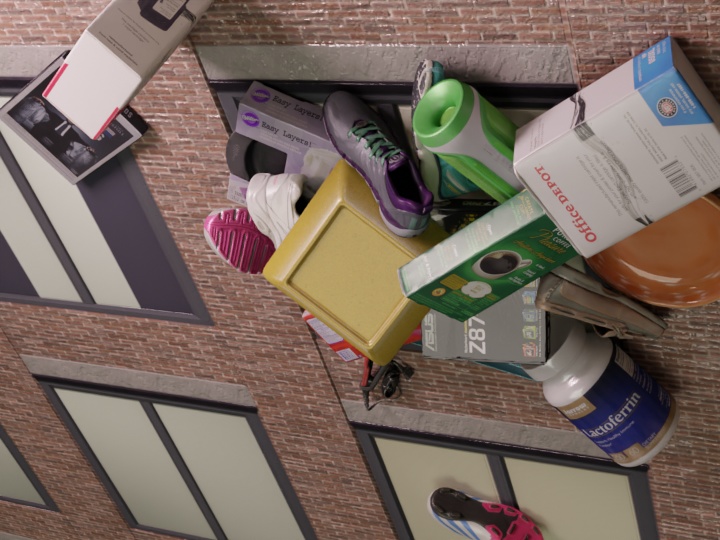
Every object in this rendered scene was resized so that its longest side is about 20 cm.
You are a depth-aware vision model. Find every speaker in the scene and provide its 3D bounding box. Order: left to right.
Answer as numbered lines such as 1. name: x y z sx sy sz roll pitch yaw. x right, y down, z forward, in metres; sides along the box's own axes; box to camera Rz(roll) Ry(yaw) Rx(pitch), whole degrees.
1. speaker: 0.150 -0.131 1.439 0.088 0.089 0.199 -16 142 42

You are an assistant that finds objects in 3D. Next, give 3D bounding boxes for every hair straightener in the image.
1. hair straightener: 0.038 0.156 1.899 0.076 0.041 0.201 23 141 8

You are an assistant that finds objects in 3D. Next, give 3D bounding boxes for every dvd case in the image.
1. dvd case: -0.400 -0.207 1.777 0.150 0.025 0.199 44 140 -19

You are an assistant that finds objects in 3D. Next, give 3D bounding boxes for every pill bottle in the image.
1. pill bottle: 0.309 0.153 1.671 0.200 0.116 0.115 41 140 -15

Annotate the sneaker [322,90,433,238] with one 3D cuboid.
1. sneaker: 0.028 -0.139 1.502 0.201 0.074 0.088 56 160 10

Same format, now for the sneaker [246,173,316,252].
1. sneaker: -0.064 -0.041 1.639 0.099 0.078 0.201 -7 131 32

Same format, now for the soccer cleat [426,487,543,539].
1. soccer cleat: 0.200 0.406 2.069 0.199 0.070 0.087 24 158 9

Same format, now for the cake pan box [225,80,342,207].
1. cake pan box: -0.074 -0.131 1.643 0.199 0.052 0.185 24 139 6

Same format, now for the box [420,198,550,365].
1. box: 0.153 0.013 1.583 0.160 0.049 0.202 4 110 16

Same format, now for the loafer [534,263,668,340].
1. loafer: 0.289 0.049 1.564 0.199 0.063 0.072 27 -176 -30

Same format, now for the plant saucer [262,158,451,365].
1. plant saucer: 0.000 0.000 1.568 0.199 0.048 0.201 36 115 -1

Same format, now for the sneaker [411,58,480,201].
1. sneaker: 0.101 -0.165 1.497 0.079 0.078 0.201 -6 138 9

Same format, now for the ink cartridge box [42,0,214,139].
1. ink cartridge box: -0.258 -0.268 1.482 0.084 0.201 0.145 40 141 -11

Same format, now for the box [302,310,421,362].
1. box: 0.031 0.039 1.729 0.199 0.096 0.100 -21 122 43

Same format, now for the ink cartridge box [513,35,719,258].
1. ink cartridge box: 0.280 -0.127 1.358 0.199 0.085 0.145 -30 115 27

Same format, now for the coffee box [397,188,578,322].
1. coffee box: 0.156 -0.016 1.474 0.199 0.044 0.123 -33 145 28

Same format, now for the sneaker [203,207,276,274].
1. sneaker: -0.140 -0.034 1.720 0.088 0.082 0.199 20 176 45

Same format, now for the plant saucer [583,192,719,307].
1. plant saucer: 0.352 -0.039 1.496 0.198 0.038 0.201 18 141 15

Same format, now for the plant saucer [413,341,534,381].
1. plant saucer: 0.158 0.100 1.784 0.198 0.019 0.070 16 140 15
